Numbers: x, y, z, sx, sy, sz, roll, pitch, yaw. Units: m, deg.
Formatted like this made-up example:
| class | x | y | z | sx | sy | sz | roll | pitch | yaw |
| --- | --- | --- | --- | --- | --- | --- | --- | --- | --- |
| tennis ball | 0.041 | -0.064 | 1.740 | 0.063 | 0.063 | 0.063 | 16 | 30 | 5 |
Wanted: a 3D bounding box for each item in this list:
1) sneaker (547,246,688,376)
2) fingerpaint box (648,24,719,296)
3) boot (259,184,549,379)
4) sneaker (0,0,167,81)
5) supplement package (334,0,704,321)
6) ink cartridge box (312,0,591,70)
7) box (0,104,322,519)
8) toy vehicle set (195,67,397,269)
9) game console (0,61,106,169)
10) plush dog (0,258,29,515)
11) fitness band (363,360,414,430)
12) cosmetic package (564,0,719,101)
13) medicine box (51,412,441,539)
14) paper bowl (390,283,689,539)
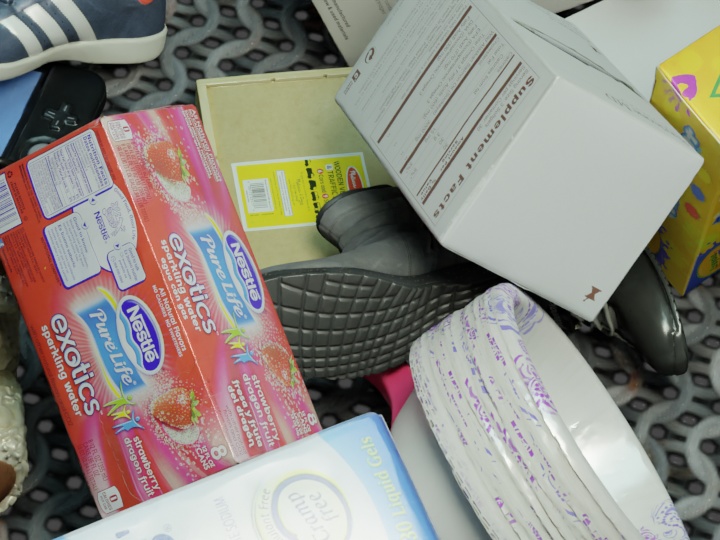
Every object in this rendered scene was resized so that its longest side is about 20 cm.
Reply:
| class | x | y | z | sx | sy | sz | roll | pitch | yaw |
| --- | --- | --- | --- | --- | --- | --- | --- | --- | --- |
| sneaker | 0.126 | 0.005 | 1.668 | 0.088 | 0.074 | 0.200 | -23 | 45 | -13 |
| fingerpaint box | 0.249 | -0.090 | 1.644 | 0.166 | 0.200 | 0.073 | -32 | 71 | -16 |
| boot | 0.000 | 0.000 | 1.605 | 0.199 | 0.070 | 0.132 | 0 | 29 | -28 |
| sneaker | -0.210 | -0.174 | 1.740 | 0.199 | 0.085 | 0.075 | -12 | 32 | -38 |
| supplement package | 0.087 | -0.082 | 1.579 | 0.117 | 0.118 | 0.200 | 27 | 16 | -31 |
| ink cartridge box | 0.056 | -0.247 | 1.775 | 0.199 | 0.145 | 0.148 | -19 | 49 | 11 |
| box | -0.114 | 0.021 | 1.489 | 0.095 | 0.099 | 0.201 | -14 | 81 | -59 |
| toy vehicle set | -0.031 | -0.043 | 1.719 | 0.124 | 0.027 | 0.201 | -4 | 51 | -8 |
| game console | -0.275 | -0.113 | 1.700 | 0.199 | 0.117 | 0.176 | 15 | 51 | 7 |
| plush dog | -0.280 | 0.036 | 1.565 | 0.171 | 0.201 | 0.160 | 0 | 16 | -16 |
| fitness band | -0.038 | 0.117 | 1.565 | 0.143 | 0.038 | 0.201 | 7 | 55 | 12 |
| cosmetic package | 0.205 | -0.126 | 1.768 | 0.199 | 0.081 | 0.113 | -27 | 53 | -25 |
| medicine box | -0.048 | 0.201 | 1.427 | 0.199 | 0.103 | 0.183 | -21 | 74 | -15 |
| paper bowl | 0.092 | 0.116 | 1.500 | 0.104 | 0.201 | 0.201 | -35 | 54 | 12 |
